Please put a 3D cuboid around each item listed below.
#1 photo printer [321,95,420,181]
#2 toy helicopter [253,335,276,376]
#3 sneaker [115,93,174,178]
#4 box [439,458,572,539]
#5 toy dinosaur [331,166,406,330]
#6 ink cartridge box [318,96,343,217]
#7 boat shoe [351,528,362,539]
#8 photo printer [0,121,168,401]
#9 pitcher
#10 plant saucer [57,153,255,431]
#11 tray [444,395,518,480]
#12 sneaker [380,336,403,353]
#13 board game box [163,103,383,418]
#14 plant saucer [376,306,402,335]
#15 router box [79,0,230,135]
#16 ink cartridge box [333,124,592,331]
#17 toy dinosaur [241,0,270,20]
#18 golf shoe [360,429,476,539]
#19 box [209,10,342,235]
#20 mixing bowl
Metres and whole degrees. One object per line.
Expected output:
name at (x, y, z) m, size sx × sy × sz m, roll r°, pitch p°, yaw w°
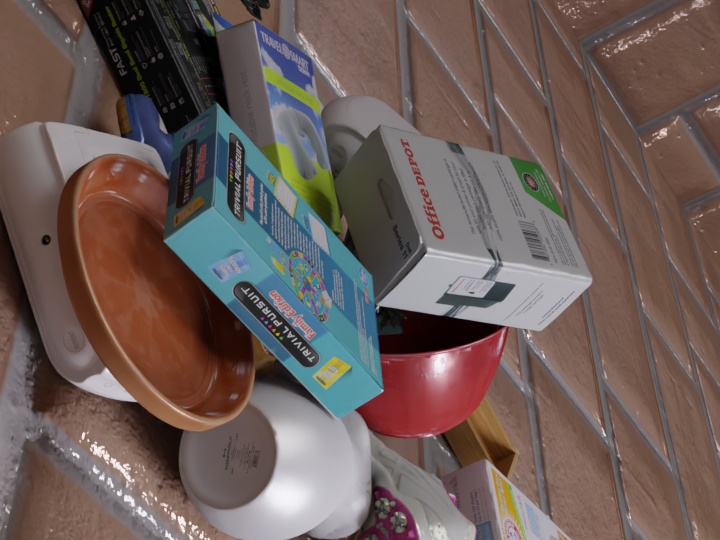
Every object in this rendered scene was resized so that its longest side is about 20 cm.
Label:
photo printer at (0.038, -0.096, 1.537) m, size 0.200 × 0.070 × 0.166 m, roll 41°, pitch 20°, yaw 0°
toy helicopter at (-0.083, 0.074, 1.278) m, size 0.133 × 0.079 × 0.200 m, roll 61°, pitch 33°, yaw -4°
sneaker at (-0.131, -0.061, 1.248) m, size 0.201 × 0.088 × 0.075 m, roll 64°, pitch -5°, yaw 4°
box at (0.134, 0.290, 1.496) m, size 0.200 × 0.101 × 0.113 m, roll 45°, pitch 27°, yaw -41°
toy dinosaur at (0.000, 0.000, 1.352) m, size 0.088 × 0.047 × 0.201 m, roll 51°, pitch 27°, yaw -37°
ink cartridge box at (-0.064, -0.117, 1.570) m, size 0.146 × 0.048 × 0.200 m, roll 58°, pitch 23°, yaw -16°
boat shoe at (0.022, 0.233, 1.338) m, size 0.063 × 0.073 × 0.201 m, roll 63°, pitch 27°, yaw -15°
photo printer at (-0.180, -0.001, 1.115) m, size 0.166 × 0.069 × 0.201 m, roll 7°, pitch 60°, yaw -66°
pitcher at (-0.055, 0.122, 1.177) m, size 0.200 × 0.120 × 0.173 m, roll 24°, pitch 71°, yaw -66°
plant saucer at (-0.142, 0.017, 1.046) m, size 0.200 × 0.032 × 0.201 m, roll 50°, pitch 25°, yaw -33°
tray at (0.109, 0.147, 1.697) m, size 0.201 × 0.037 × 0.099 m, roll 62°, pitch 20°, yaw -9°
sneaker at (0.025, 0.057, 1.551) m, size 0.087 × 0.074 × 0.201 m, roll -14°, pitch 78°, yaw -62°
board game box at (-0.063, -0.008, 1.133) m, size 0.200 × 0.047 × 0.151 m, roll 48°, pitch 19°, yaw -28°
plant saucer at (0.002, 0.018, 1.461) m, size 0.200 × 0.069 × 0.019 m, roll -92°, pitch 178°, yaw -69°
router box at (-0.163, -0.184, 1.383) m, size 0.201 × 0.062 × 0.150 m, roll 65°, pitch 21°, yaw 2°
ink cartridge box at (0.089, -0.036, 1.357) m, size 0.199 × 0.083 × 0.147 m, roll 11°, pitch 47°, yaw -36°
toy dinosaur at (-0.143, -0.283, 1.333) m, size 0.200 × 0.135 × 0.103 m, roll -49°, pitch 152°, yaw -59°
golf shoe at (0.024, 0.189, 1.302) m, size 0.091 × 0.076 × 0.200 m, roll 4°, pitch 28°, yaw -32°
box at (-0.075, -0.133, 1.378) m, size 0.122 × 0.047 × 0.201 m, roll 23°, pitch 53°, yaw -64°
mixing bowl at (0.046, 0.090, 1.438) m, size 0.200 × 0.199 × 0.109 m, roll -55°, pitch 144°, yaw -67°
